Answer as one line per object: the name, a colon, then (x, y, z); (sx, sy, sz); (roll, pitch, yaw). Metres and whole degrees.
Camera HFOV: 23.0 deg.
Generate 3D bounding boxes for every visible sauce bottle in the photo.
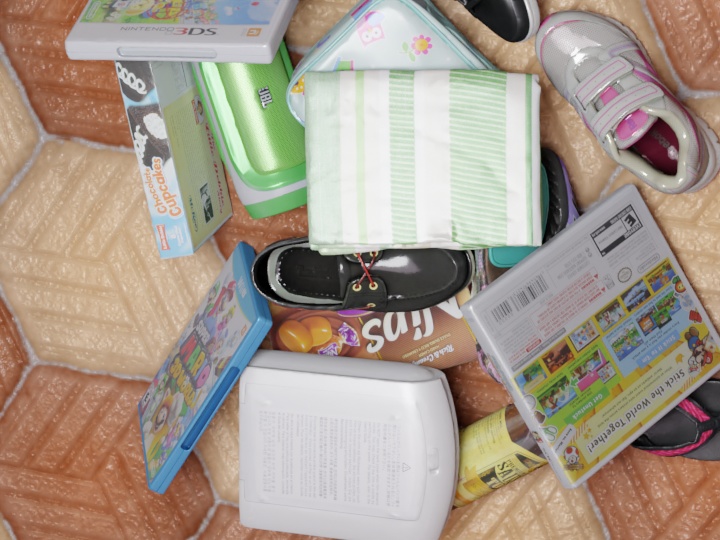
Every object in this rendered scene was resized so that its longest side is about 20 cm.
sauce bottle: (0.142, 0.151, 1.587); (0.199, 0.066, 0.066); (-32, 94, 28)

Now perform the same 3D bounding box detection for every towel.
towel: (0.052, -0.091, 1.476); (0.198, 0.023, 0.154); (-1, 92, 8)

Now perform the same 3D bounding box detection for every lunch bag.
lunch bag: (0.048, -0.141, 1.533); (0.200, 0.077, 0.160); (43, 103, -13)

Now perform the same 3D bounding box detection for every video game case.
video game case: (0.204, 0.054, 1.509); (0.199, 0.023, 0.183); (-35, 100, -23)
video game case: (-0.146, 0.088, 1.624); (0.018, 0.143, 0.201); (25, 111, -23)
video game case: (-0.138, -0.244, 1.515); (0.180, 0.201, 0.022); (3, 132, 14)

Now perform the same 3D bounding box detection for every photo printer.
photo printer: (-0.009, 0.159, 1.578); (0.198, 0.069, 0.168); (4, 103, 17)

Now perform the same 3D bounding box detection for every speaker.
speaker: (-0.095, -0.153, 1.578); (0.088, 0.088, 0.202); (-16, 99, 18)

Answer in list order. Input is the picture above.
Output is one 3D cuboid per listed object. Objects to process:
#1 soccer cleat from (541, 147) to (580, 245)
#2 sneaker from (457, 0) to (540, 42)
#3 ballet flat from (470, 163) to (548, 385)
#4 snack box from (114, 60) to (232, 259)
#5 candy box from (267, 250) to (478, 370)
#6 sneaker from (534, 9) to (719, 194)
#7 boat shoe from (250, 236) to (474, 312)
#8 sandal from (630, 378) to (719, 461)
soccer cleat: (0.180, -0.008, 1.558); (0.068, 0.073, 0.202); (-14, 82, 47)
sneaker: (0.057, -0.259, 1.492); (0.201, 0.111, 0.073); (55, 150, 4)
ballet flat: (0.120, -0.002, 1.527); (0.071, 0.069, 0.202); (14, 106, 57)
snack box: (-0.166, -0.124, 1.577); (0.037, 0.116, 0.202); (-6, 107, 17)
candy box: (0.016, 0.042, 1.611); (0.198, 0.056, 0.118); (-15, 99, 19)
sneaker: (0.225, -0.142, 1.493); (0.200, 0.088, 0.081); (43, 110, 2)
boat shoe: (0.000, 0.003, 1.530); (0.199, 0.063, 0.075); (-1, 96, 24)
sandal: (0.265, 0.133, 1.571); (0.198, 0.045, 0.076); (4, 104, 14)
